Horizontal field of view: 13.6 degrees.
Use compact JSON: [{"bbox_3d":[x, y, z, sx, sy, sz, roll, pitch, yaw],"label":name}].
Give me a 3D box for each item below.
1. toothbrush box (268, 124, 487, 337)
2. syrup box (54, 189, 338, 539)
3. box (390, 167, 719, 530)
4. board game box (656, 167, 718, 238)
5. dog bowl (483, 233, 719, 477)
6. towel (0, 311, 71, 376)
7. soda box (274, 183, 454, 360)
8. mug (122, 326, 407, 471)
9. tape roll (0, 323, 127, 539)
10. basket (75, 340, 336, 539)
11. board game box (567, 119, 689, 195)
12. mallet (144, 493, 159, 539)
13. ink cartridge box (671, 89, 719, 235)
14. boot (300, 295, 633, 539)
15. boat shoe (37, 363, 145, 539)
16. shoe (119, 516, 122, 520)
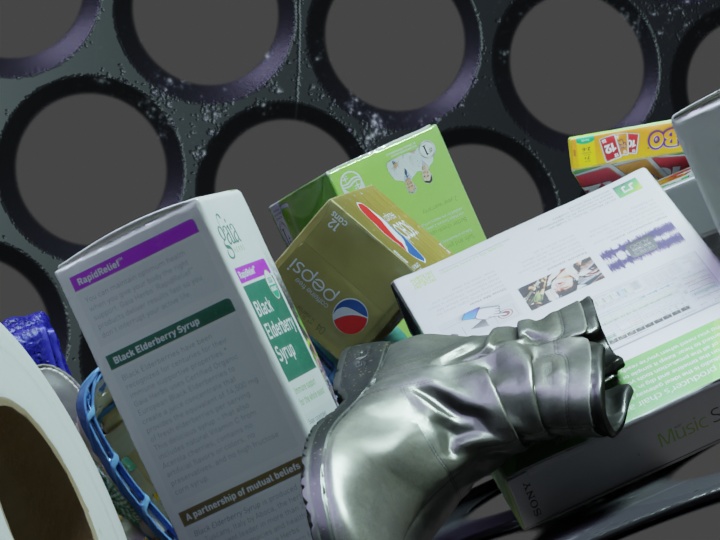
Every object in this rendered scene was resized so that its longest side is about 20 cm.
[{"bbox_3d":[0.033,0.023,1.936,0.086,0.201,0.146,-25,1,-18],"label":"toothbrush box"},{"bbox_3d":[-0.058,0.068,1.395,0.081,0.201,0.079,-24,-1,12],"label":"syrup box"},{"bbox_3d":[0.108,0.033,1.432,0.144,0.036,0.200,-24,29,-3],"label":"box"},{"bbox_3d":[0.137,-0.019,1.647,0.199,0.035,0.126,-23,2,9],"label":"board game box"},{"bbox_3d":[0.133,0.046,1.749,0.199,0.079,0.200,-25,0,0],"label":"dog bowl"},{"bbox_3d":[-0.220,0.140,1.885,0.147,0.201,0.049,-26,9,-31],"label":"towel"},{"bbox_3d":[0.000,0.000,1.659,0.064,0.068,0.200,-50,-2,7],"label":"soda box"},{"bbox_3d":[-0.045,0.076,1.783,0.151,0.115,0.185,-2,-5,23],"label":"mug"},{"bbox_3d":[-0.185,0.128,1.216,0.139,0.204,0.203,-25,0,9],"label":"tape roll"},{"bbox_3d":[-0.058,0.089,1.564,0.139,0.176,0.200,-42,-4,-33],"label":"basket"},{"bbox_3d":[0.192,-0.042,1.796,0.095,0.030,0.200,-9,-18,14],"label":"board game box"},{"bbox_3d":[-0.104,0.105,1.684,0.041,0.201,0.066,12,-2,-18],"label":"mallet"},{"bbox_3d":[0.235,-0.037,1.478,0.084,0.146,0.200,-24,0,21],"label":"ink cartridge box"},{"bbox_3d":[0.049,0.073,1.305,0.130,0.068,0.200,-14,27,15],"label":"boot"},{"bbox_3d":[-0.161,0.121,1.796,0.072,0.200,0.065,-12,-43,-18],"label":"boat shoe"},{"bbox_3d":[-0.217,0.137,1.746,0.199,0.053,0.070,-10,43,45],"label":"shoe"}]
